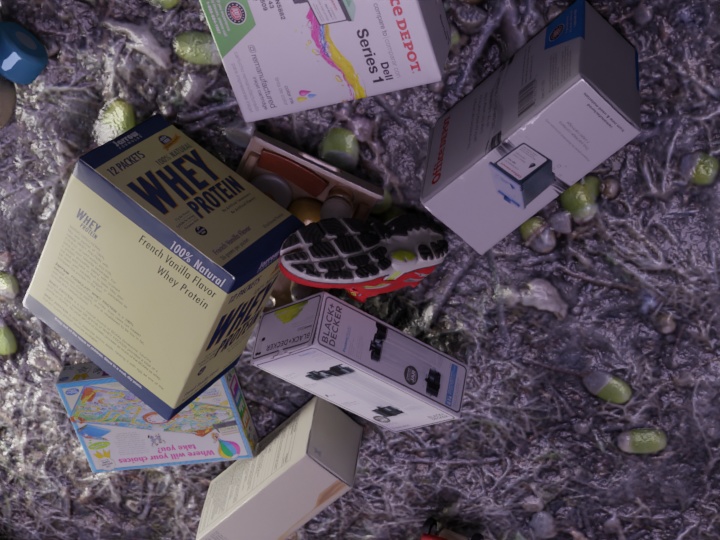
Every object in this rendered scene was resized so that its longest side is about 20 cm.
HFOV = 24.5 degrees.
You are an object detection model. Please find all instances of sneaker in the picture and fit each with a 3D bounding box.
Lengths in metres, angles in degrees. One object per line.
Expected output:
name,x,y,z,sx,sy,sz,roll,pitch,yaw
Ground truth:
sneaker,0.000,0.000,1.642,0.198,0.077,0.085,-4,143,-38

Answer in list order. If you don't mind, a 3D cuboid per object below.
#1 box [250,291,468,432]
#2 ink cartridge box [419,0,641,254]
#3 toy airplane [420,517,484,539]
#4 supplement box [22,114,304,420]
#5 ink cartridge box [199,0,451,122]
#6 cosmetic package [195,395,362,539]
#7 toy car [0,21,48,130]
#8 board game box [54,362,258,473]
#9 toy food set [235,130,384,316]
box,0.000,0.097,1.712,0.199,0.061,0.116,27,152,-29
ink cartridge box,0.156,-0.132,1.525,0.086,0.147,0.200,38,123,-19
toy airplane,0.088,0.402,1.917,0.199,0.141,0.200,46,137,-10
supplement box,-0.197,-0.005,1.648,0.199,0.134,0.201,36,126,11
ink cartridge box,-0.031,-0.234,1.524,0.198,0.084,0.146,-10,123,16
cosmetic package,-0.091,0.240,1.859,0.071,0.106,0.200,38,124,-19
toy car,-0.443,-0.207,1.600,0.184,0.177,0.200,-45,79,19
board game box,-0.228,0.159,1.867,0.198,0.034,0.135,-7,123,14
toy food set,-0.077,-0.035,1.688,0.142,0.061,0.201,24,125,-8
